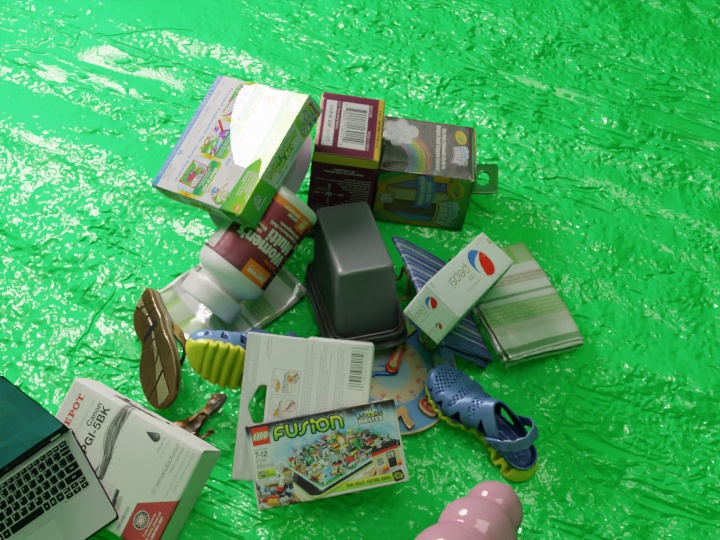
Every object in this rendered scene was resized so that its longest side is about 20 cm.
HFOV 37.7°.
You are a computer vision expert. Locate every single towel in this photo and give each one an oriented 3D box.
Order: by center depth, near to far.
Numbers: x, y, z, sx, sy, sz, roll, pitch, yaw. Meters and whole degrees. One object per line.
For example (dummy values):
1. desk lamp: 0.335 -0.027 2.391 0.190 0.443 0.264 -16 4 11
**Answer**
1. towel: 0.119 0.048 1.560 0.024 0.144 0.201 -37 55 21
2. towel: -0.199 0.037 1.575 0.199 0.031 0.149 -35 64 -28
3. towel: 0.235 0.050 1.611 0.148 0.031 0.201 -10 54 -25

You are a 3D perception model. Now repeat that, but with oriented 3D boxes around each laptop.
1. laptop: -0.429 0.262 1.253 0.186 0.116 0.201 -34 77 4

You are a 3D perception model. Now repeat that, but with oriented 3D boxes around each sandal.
1. sandal: 0.176 0.198 1.459 0.200 0.087 0.079 39 58 12
2. sandal: -0.150 0.117 1.470 0.198 0.080 0.088 17 39 -27
3. sandal: -0.275 0.106 1.482 0.054 0.080 0.201 20 33 -37

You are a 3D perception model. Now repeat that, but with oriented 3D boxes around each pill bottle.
1. pill bottle: -0.161 -0.029 1.511 0.109 0.110 0.201 35 84 18

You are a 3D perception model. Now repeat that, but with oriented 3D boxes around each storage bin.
1. storage bin: 0.000 0.000 1.533 0.144 0.135 0.201 -9 42 -11

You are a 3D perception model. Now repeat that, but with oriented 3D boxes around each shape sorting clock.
1. shape sorting clock: 0.045 0.145 1.521 0.198 0.039 0.201 3 53 -5

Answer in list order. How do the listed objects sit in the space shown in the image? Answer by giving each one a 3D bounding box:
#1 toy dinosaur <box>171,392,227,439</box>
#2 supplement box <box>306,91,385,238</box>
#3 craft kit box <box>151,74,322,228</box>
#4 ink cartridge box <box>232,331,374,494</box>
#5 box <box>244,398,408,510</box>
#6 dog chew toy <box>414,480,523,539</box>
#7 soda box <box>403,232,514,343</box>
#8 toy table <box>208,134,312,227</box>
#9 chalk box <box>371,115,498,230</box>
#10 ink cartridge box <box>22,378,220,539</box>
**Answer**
1. toy dinosaur: -0.263 0.228 1.419 0.198 0.061 0.106 -18 30 -25
2. supplement box: -0.026 -0.156 1.633 0.102 0.201 0.132 7 52 -2
3. craft kit box: -0.179 -0.175 1.508 0.197 0.048 0.201 19 75 41
4. ink cartridge box: -0.075 0.190 1.414 0.172 0.044 0.202 6 83 -3
5. box: -0.045 0.238 1.372 0.198 0.035 0.111 -10 84 -6
6. dog chew toy: 0.142 0.347 1.339 0.124 0.125 0.200 31 48 15
7. soda box: 0.143 0.022 1.499 0.068 0.064 0.200 43 38 7
8. toy table: -0.160 -0.145 1.621 0.200 0.117 0.184 -42 99 -8
9. chalk box: 0.122 -0.153 1.702 0.198 0.124 0.125 8 52 -3
10. ink cartridge box: -0.302 0.247 1.337 0.199 0.083 0.148 26 84 12
